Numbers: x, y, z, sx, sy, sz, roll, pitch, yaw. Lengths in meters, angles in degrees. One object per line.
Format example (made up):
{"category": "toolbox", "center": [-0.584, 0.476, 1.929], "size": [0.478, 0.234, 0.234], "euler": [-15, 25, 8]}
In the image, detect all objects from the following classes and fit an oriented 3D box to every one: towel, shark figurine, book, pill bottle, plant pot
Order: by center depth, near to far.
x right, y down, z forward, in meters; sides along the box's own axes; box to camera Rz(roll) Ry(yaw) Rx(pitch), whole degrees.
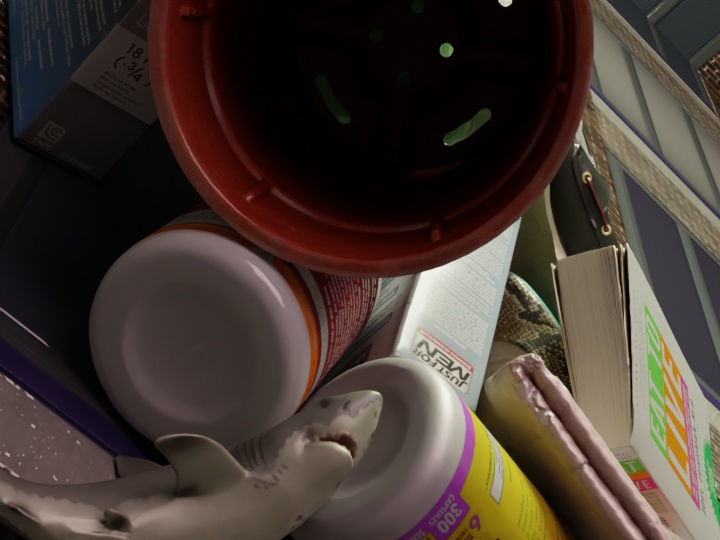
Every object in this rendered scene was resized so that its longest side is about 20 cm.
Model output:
{"category": "shark figurine", "center": [-0.107, 0.089, 0.580], "size": [0.212, 0.130, 0.089], "euler": [12, 14, -29]}
{"category": "plant pot", "center": [0.016, -0.113, 0.681], "size": [0.201, 0.200, 0.195], "euler": [48, 13, -2]}
{"category": "pill bottle", "center": [0.048, 0.141, 0.683], "size": [0.200, 0.104, 0.105], "euler": [49, 19, -36]}
{"category": "pill bottle", "center": [-0.053, 0.010, 0.714], "size": [0.113, 0.113, 0.200], "euler": [48, 24, -1]}
{"category": "towel", "center": [0.119, 0.148, 0.760], "size": [0.192, 0.032, 0.200], "euler": [54, -19, 9]}
{"category": "book", "center": [0.177, 0.096, 0.824], "size": [0.200, 0.048, 0.135], "euler": [50, 33, -47]}

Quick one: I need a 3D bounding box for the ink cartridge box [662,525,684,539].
{"category": "ink cartridge box", "center": [0.197, 0.196, 0.782], "size": [0.160, 0.047, 0.201], "euler": [32, -29, 56]}

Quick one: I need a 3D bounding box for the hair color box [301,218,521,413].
{"category": "hair color box", "center": [0.034, 0.023, 0.805], "size": [0.060, 0.099, 0.201], "euler": [37, 40, -14]}

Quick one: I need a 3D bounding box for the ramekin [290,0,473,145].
{"category": "ramekin", "center": [-0.017, -0.154, 0.893], "size": [0.199, 0.198, 0.099], "euler": [24, 70, -45]}

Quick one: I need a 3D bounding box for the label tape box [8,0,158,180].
{"category": "label tape box", "center": [-0.118, -0.171, 0.759], "size": [0.063, 0.200, 0.145], "euler": [28, 31, -37]}

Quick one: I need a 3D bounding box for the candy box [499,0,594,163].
{"category": "candy box", "center": [0.120, -0.143, 1.145], "size": [0.136, 0.061, 0.201], "euler": [28, -31, 50]}

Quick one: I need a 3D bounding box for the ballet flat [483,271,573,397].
{"category": "ballet flat", "center": [0.115, 0.098, 0.848], "size": [0.075, 0.067, 0.201], "euler": [-43, 111, -44]}

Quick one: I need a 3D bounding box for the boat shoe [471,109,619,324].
{"category": "boat shoe", "center": [0.126, -0.049, 0.883], "size": [0.063, 0.073, 0.204], "euler": [-17, 92, -31]}
